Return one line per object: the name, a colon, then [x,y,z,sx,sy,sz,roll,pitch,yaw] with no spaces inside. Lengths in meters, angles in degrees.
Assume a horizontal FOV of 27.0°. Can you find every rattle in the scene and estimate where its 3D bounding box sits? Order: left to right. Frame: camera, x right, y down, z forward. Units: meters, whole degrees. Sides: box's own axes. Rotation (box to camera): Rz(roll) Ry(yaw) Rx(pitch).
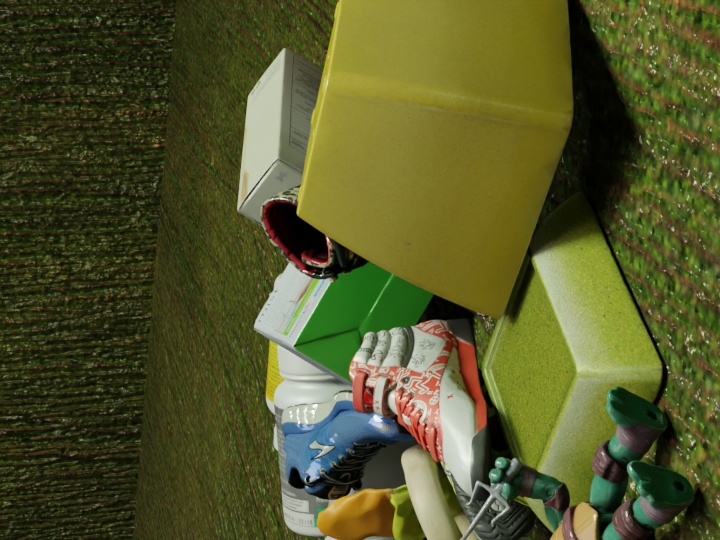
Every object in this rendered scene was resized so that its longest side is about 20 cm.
rattle: [0.050,0.260,1.274,0.131,0.142,0.201,80,173,-58]

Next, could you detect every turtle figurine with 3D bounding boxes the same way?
turtle figurine: [0.147,0.184,1.031,0.201,0.100,0.150,-58,46,33]

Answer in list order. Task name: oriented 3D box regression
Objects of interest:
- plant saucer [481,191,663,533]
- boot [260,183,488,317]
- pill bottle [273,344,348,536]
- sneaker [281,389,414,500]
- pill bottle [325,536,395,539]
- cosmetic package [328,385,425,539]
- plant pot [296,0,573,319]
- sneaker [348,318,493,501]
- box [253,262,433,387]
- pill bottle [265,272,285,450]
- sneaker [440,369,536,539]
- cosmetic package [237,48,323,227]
plant saucer: [0.146,0.076,1.134,0.200,0.048,0.201,-105,23,-46]
boot: [0.023,-0.015,1.248,0.204,0.154,0.074,44,128,9]
pill bottle: [-0.035,0.173,1.608,0.113,0.112,0.202,-155,58,-73]
sneaker: [-0.007,0.161,1.350,0.200,0.078,0.090,-25,57,57]
pill bottle: [0.031,0.319,1.366,0.200,0.112,0.114,-119,33,-55]
cosmetic package: [0.026,0.184,1.483,0.107,0.089,0.201,-114,27,-63]
plant pot: [0.051,-0.114,1.169,0.201,0.175,0.201,-83,7,-49]
sneaker: [0.047,0.115,1.214,0.202,0.107,0.068,-95,-1,-54]
box: [0.000,0.000,1.420,0.201,0.096,0.176,-59,15,-6]
pill bottle: [-0.050,0.107,1.710,0.112,0.112,0.202,-137,51,-69]
sneaker: [0.107,0.163,1.259,0.201,0.075,0.077,-106,3,-53]
cosmetic package: [-0.052,-0.111,1.404,0.071,0.105,0.201,-49,22,29]
